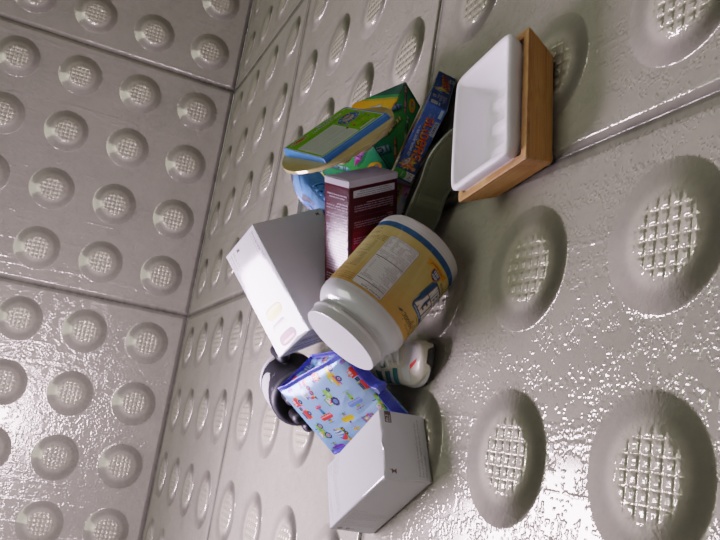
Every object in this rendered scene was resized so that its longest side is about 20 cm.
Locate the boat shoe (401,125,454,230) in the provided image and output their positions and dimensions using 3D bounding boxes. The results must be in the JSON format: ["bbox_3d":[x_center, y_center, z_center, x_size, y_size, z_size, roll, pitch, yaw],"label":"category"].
[{"bbox_3d":[0.122,-0.150,1.239,0.201,0.072,0.061,-61,15,20],"label":"boat shoe"}]

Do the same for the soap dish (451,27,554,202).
[{"bbox_3d":[0.196,-0.206,1.077,0.157,0.081,0.201,146,134,-60],"label":"soap dish"}]

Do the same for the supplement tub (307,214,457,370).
[{"bbox_3d":[0.032,0.032,1.154,0.200,0.145,0.145,-48,13,-21],"label":"supplement tub"}]

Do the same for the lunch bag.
[{"bbox_3d":[-0.019,0.201,1.254,0.094,0.151,0.200,-44,8,-33],"label":"lunch bag"}]

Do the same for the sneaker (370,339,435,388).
[{"bbox_3d":[0.040,0.143,1.232,0.200,0.093,0.071,158,123,-65],"label":"sneaker"}]

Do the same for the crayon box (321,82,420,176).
[{"bbox_3d":[0.018,-0.233,1.352,0.119,0.058,0.200,-15,35,34],"label":"crayon box"}]

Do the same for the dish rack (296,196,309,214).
[{"bbox_3d":[-0.070,-0.074,1.593,0.043,0.172,0.201,-9,63,27],"label":"dish rack"}]

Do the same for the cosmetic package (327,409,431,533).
[{"bbox_3d":[0.023,0.309,1.193,0.200,0.081,0.113,-52,32,44],"label":"cosmetic package"}]

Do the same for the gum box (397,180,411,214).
[{"bbox_3d":[0.020,-0.153,1.439,0.200,0.113,0.066,-132,59,-64],"label":"gum box"}]

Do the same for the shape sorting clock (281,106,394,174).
[{"bbox_3d":[-0.036,-0.211,1.275,0.200,0.200,0.039,-116,0,-59],"label":"shape sorting clock"}]

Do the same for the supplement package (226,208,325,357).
[{"bbox_3d":[-0.101,0.017,1.320,0.111,0.156,0.200,-43,72,44],"label":"supplement package"}]

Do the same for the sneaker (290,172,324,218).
[{"bbox_3d":[-0.054,-0.118,1.389,0.200,0.066,0.078,61,149,10],"label":"sneaker"}]

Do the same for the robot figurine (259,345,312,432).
[{"bbox_3d":[-0.133,0.235,1.567,0.151,0.125,0.200,-71,22,6],"label":"robot figurine"}]

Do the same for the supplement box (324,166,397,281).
[{"bbox_3d":[0.001,-0.056,1.240,0.061,0.109,0.201,19,116,43],"label":"supplement box"}]

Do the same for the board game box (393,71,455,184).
[{"bbox_3d":[0.106,-0.239,1.291,0.200,0.034,0.136,-69,5,-60],"label":"board game box"}]
